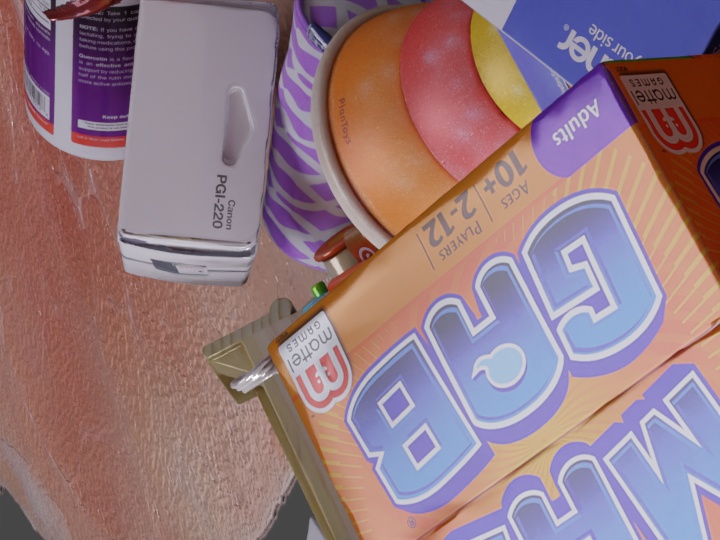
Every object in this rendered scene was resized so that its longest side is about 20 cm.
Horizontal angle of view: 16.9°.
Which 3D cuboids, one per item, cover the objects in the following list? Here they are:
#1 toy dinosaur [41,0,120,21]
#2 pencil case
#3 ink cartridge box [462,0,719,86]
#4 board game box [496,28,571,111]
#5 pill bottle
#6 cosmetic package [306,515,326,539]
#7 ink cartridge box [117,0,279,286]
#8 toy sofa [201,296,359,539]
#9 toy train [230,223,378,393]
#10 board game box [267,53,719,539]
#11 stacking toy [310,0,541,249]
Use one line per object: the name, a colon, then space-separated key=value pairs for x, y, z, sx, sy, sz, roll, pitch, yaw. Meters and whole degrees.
toy dinosaur: x=-0.099 y=-0.177 z=1.348 sx=0.201 sy=0.104 sz=0.182 roll=-62 pitch=16 yaw=22
pencil case: x=-0.005 y=-0.084 z=1.361 sx=0.085 sy=0.084 sz=0.201 roll=35 pitch=146 yaw=16
ink cartridge box: x=0.084 y=-0.144 z=1.014 sx=0.200 sy=0.044 sz=0.094 roll=42 pitch=116 yaw=29
board game box: x=0.112 y=-0.140 z=1.039 sx=0.134 sy=0.029 sz=0.201 roll=-39 pitch=69 yaw=31
pill bottle: x=-0.166 y=-0.176 z=1.595 sx=0.113 sy=0.112 sz=0.201 roll=53 pitch=151 yaw=34
cosmetic package: x=0.039 y=0.245 z=1.521 sx=0.200 sy=0.071 sz=0.102 roll=55 pitch=152 yaw=33
ink cartridge box: x=-0.096 y=-0.072 z=1.431 sx=0.200 sy=0.084 sz=0.147 roll=139 pitch=136 yaw=-82
toy sofa: x=-0.010 y=0.116 z=1.460 sx=0.201 sy=0.097 sz=0.083 roll=62 pitch=180 yaw=28
toy train: x=0.000 y=0.000 z=1.299 sx=0.200 sy=0.150 sz=0.056 roll=-31 pitch=87 yaw=56
board game box: x=0.129 y=0.054 z=0.933 sx=0.200 sy=0.199 sz=0.201 roll=-39 pitch=70 yaw=37
stacking toy: x=0.082 y=-0.091 z=1.137 sx=0.200 sy=0.145 sz=0.147 roll=-31 pitch=80 yaw=49
